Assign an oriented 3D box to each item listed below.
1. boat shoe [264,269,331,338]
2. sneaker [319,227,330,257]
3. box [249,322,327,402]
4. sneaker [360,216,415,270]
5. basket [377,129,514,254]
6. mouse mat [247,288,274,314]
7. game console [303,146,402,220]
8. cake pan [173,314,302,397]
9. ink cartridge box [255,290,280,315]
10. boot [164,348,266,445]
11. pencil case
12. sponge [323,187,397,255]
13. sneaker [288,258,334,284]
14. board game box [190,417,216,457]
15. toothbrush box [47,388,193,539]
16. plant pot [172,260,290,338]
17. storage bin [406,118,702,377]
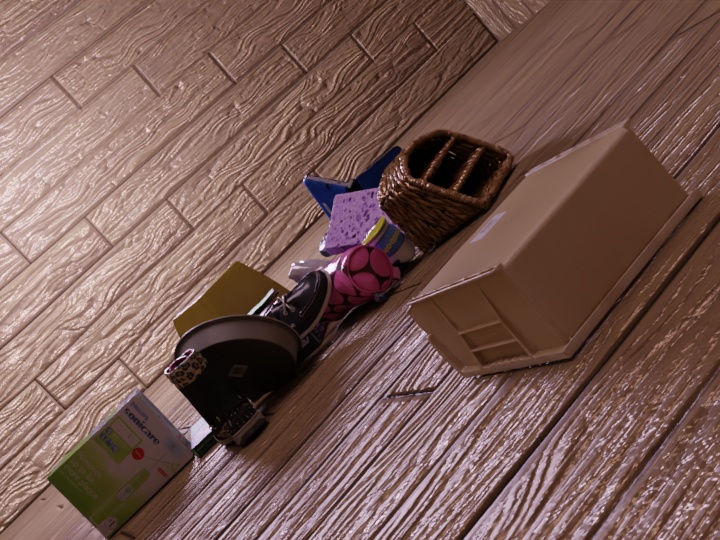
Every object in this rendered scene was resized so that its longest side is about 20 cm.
[{"bbox_3d":[-0.117,0.073,1.675,0.200,0.060,0.074,-50,38,29],"label":"boat shoe"},{"bbox_3d":[0.018,-0.071,1.981,0.199,0.085,0.075,-31,20,-1],"label":"sneaker"},{"bbox_3d":[-0.129,0.131,1.841,0.160,0.044,0.200,-41,8,12],"label":"box"},{"bbox_3d":[0.031,-0.017,1.731,0.074,0.082,0.200,-61,3,-20],"label":"sneaker"},{"bbox_3d":[0.132,-0.153,1.679,0.149,0.143,0.200,-38,9,37],"label":"basket"},{"bbox_3d":[-0.223,0.106,1.902,0.200,0.008,0.161,-45,5,-3],"label":"mouse mat"},{"bbox_3d":[0.013,-0.156,2.069,0.170,0.200,0.119,13,67,29],"label":"game console"},{"bbox_3d":[-0.187,0.139,1.640,0.200,0.200,0.037,-38,45,33],"label":"cake pan"},{"bbox_3d":[-0.177,0.109,1.852,0.109,0.050,0.200,-43,7,14],"label":"ink cartridge box"},{"bbox_3d":[-0.225,0.187,1.595,0.074,0.154,0.203,-46,9,-17],"label":"boot"},{"bbox_3d":[-0.019,0.027,1.693,0.093,0.091,0.200,-2,-13,-26],"label":"pencil case"},{"bbox_3d":[0.029,-0.090,1.826,0.199,0.030,0.112,-7,58,37],"label":"sponge"},{"bbox_3d":[-0.074,0.008,1.921,0.200,0.080,0.071,37,-115,-77],"label":"sneaker"},{"bbox_3d":[-0.248,0.260,1.826,0.105,0.023,0.200,-46,8,-5],"label":"board game box"},{"bbox_3d":[-0.402,0.324,1.795,0.200,0.146,0.086,-43,7,-6],"label":"toothbrush box"},{"bbox_3d":[-0.260,0.103,2.176,0.200,0.177,0.200,-35,10,46],"label":"plant pot"},{"bbox_3d":[0.160,-0.013,0.944,0.200,0.094,0.198,-46,7,-23],"label":"storage bin"}]
